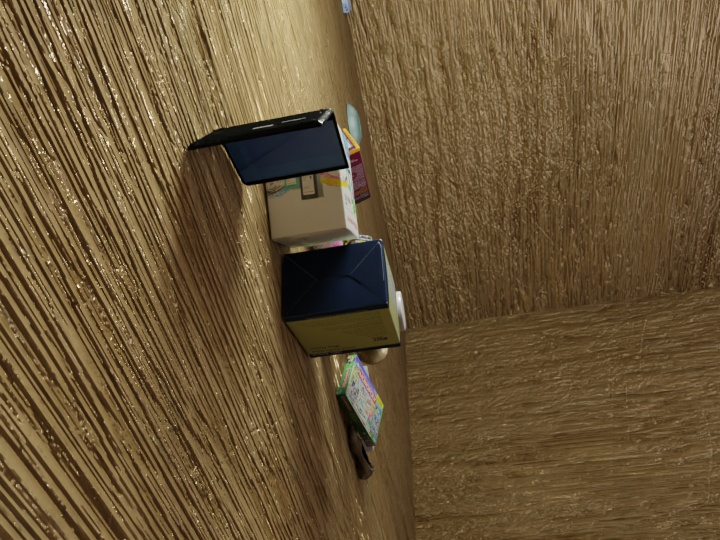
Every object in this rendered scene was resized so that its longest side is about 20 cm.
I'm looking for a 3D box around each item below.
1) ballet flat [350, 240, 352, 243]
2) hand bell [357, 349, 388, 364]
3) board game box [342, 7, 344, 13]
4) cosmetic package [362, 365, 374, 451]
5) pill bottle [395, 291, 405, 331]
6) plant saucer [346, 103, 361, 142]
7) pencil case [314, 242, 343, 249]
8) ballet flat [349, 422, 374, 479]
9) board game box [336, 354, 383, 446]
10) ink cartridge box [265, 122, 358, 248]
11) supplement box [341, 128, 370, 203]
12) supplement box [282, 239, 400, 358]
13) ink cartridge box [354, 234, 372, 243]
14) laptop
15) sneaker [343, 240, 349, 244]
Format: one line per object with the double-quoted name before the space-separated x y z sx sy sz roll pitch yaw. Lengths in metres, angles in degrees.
"ballet flat" -0.037 -0.128 1.847 0.201 0.046 0.068 -80 150 -65
"hand bell" 0.020 0.203 1.798 0.201 0.102 0.106 69 15 -60
"board game box" -0.083 -1.411 2.974 0.152 0.036 0.203 -84 164 -62
"cosmetic package" 0.006 0.393 1.698 0.151 0.051 0.204 -59 140 -82
"pill bottle" 0.003 0.107 1.382 0.120 0.196 0.122 -8 90 -83
"plant saucer" -0.023 -0.636 2.609 0.201 0.038 0.205 -9 90 -83
"pencil case" -0.078 -0.077 1.401 0.088 0.086 0.203 -86 166 -58
"ballet flat" 0.004 0.485 1.589 0.068 0.045 0.203 -87 167 -60
"board game box" 0.003 0.342 1.554 0.202 0.029 0.136 64 28 -30
"ink cartridge box" -0.093 -0.156 1.121 0.147 0.143 0.204 23 59 -81
"supplement box" -0.043 -0.308 1.796 0.111 0.085 0.202 58 -10 40
"supplement box" -0.032 0.062 1.159 0.201 0.196 0.136 68 16 -59
"ink cartridge box" 0.000 0.000 1.738 0.109 0.049 0.204 -13 110 -87
"laptop" -0.116 -0.157 0.823 0.201 0.174 0.105 -82 162 -68
"sneaker" -0.047 -0.102 1.597 0.075 0.083 0.204 -61 150 -61
